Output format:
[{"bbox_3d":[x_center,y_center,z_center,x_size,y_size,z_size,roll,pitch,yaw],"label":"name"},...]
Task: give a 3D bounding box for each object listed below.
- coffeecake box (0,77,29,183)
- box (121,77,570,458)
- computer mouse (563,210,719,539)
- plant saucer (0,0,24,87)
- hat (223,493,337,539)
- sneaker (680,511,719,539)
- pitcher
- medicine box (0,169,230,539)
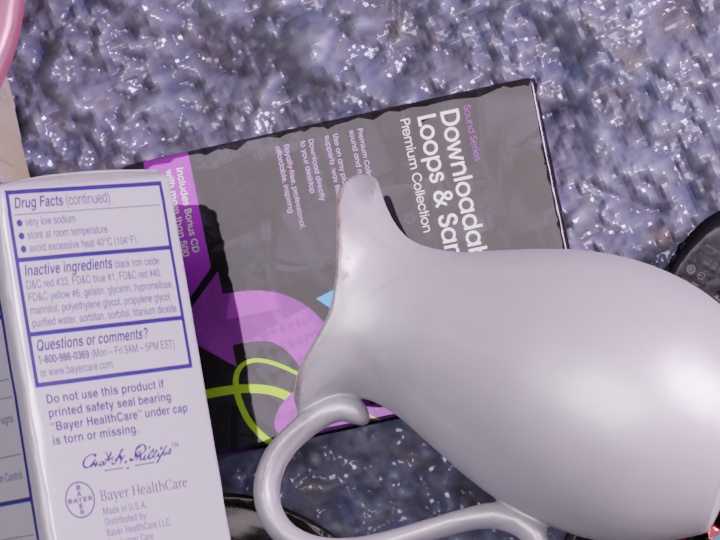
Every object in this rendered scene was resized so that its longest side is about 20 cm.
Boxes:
[{"bbox_3d":[-0.266,-0.048,1.305,0.199,0.154,0.073,-15,84,5],"label":"coffeecake box"},{"bbox_3d":[0.000,0.000,1.336,0.199,0.036,0.144,-13,86,3],"label":"box"},{"bbox_3d":[0.134,0.059,1.326,0.058,0.034,0.200,32,96,-6],"label":"computer mouse"},{"bbox_3d":[-0.235,-0.108,1.206,0.199,0.051,0.202,-2,73,8],"label":"plant saucer"},{"bbox_3d":[-0.064,0.203,1.309,0.200,0.081,0.202,0,87,7],"label":"hat"},{"bbox_3d":[0.212,0.128,1.298,0.200,0.079,0.096,-37,94,11],"label":"sneaker"},{"bbox_3d":[0.063,0.067,1.253,0.199,0.121,0.172,19,85,12],"label":"pitcher"},{"bbox_3d":[-0.162,0.070,1.271,0.182,0.103,0.201,-13,84,45],"label":"medicine box"}]
